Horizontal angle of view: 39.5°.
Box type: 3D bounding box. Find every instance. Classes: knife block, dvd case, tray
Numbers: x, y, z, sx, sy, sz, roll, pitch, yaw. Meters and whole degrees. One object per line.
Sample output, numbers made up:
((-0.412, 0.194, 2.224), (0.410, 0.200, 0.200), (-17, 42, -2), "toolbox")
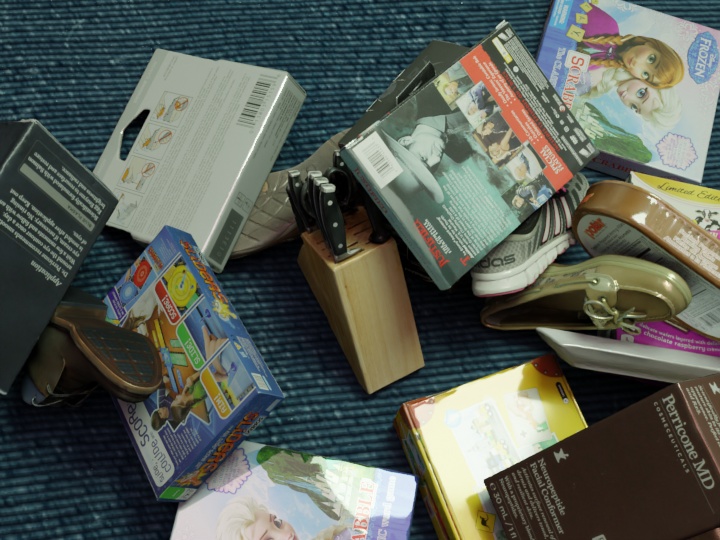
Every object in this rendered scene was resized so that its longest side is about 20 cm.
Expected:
((0.000, 0.000, 0.884), (0.064, 0.176, 0.200), (-25, 83, -13), "knife block")
((0.097, -0.100, 0.849), (0.200, 0.022, 0.146), (-41, 99, -23), "dvd case")
((0.257, 0.081, 0.870), (0.200, 0.107, 0.022), (9, 95, -2), "tray")

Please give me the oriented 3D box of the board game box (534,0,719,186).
((0.282, -0.197, 1.081), (0.199, 0.041, 0.200), (17, 67, 2), "board game box")

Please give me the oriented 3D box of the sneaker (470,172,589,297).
((0.157, -0.058, 0.932), (0.074, 0.088, 0.200), (3, 32, 40), "sneaker")

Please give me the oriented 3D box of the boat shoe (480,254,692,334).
((0.202, 0.031, 0.915), (0.073, 0.200, 0.063), (52, 55, -30), "boat shoe")

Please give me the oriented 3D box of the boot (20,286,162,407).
((-0.231, 0.089, 0.850), (0.075, 0.200, 0.097), (12, 103, -39), "boot")

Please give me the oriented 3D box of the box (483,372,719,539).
((0.197, 0.164, 0.750), (0.075, 0.200, 0.100), (-1, 61, -45), "box")

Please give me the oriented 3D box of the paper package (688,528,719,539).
((0.305, 0.205, 0.838), (0.200, 0.103, 0.191), (-6, 63, -42), "paper package")

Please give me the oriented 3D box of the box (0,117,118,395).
((-0.349, -0.018, 0.861), (0.197, 0.117, 0.200), (6, 61, 37), "box")

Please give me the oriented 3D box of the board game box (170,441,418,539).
((-0.065, 0.255, 0.850), (0.199, 0.041, 0.200), (11, 66, 0), "board game box")

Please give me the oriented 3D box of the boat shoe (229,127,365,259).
((-0.053, -0.061, 0.974), (0.200, 0.072, 0.076), (-26, 58, 7), "boat shoe")

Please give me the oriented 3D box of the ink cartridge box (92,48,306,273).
((-0.169, -0.112, 0.982), (0.173, 0.044, 0.200), (17, 76, 32), "ink cartridge box")

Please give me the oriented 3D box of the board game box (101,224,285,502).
((-0.159, 0.077, 0.860), (0.135, 0.034, 0.200), (-46, 54, 17), "board game box")

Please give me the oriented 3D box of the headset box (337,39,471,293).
((0.073, -0.102, 0.933), (0.075, 0.200, 0.149), (23, 62, 38), "headset box")

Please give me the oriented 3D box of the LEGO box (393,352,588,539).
((0.136, 0.193, 0.883), (0.149, 0.077, 0.200), (-17, 70, -12), "LEGO box")

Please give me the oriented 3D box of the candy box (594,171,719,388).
((0.312, 0.013, 0.985), (0.136, 0.061, 0.200), (12, 66, 0), "candy box")

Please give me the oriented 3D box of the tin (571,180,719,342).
((0.277, -0.005, 0.890), (0.200, 0.112, 0.042), (36, 69, 4), "tin")
